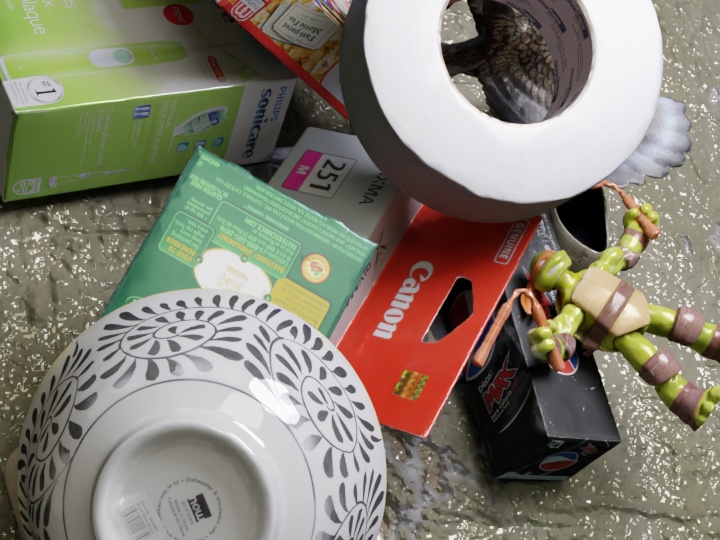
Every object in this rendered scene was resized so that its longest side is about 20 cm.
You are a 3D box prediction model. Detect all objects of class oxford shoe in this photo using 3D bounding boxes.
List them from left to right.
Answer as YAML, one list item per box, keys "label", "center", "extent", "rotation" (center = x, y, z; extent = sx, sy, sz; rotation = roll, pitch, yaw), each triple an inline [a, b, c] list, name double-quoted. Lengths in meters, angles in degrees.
- label: "oxford shoe"
  center: [0.153, -0.067, 1.034]
  extent: [0.070, 0.074, 0.201]
  rotation: [3, 54, -20]

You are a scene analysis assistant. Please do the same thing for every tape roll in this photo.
- label: "tape roll"
  center: [0.089, -0.135, 0.877]
  extent: [0.198, 0.066, 0.203]
  rotation: [2, 80, -15]

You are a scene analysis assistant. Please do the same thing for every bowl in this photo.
- label: "bowl"
  center: [-0.083, 0.111, 0.690]
  extent: [0.198, 0.094, 0.203]
  rotation: [0, 91, -1]

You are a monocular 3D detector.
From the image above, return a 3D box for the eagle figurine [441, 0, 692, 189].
- label: "eagle figurine"
  center: [0.138, -0.150, 1.002]
  extent: [0.200, 0.150, 0.152]
  rotation: [47, 64, -26]

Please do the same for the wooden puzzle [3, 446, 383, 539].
- label: "wooden puzzle"
  center: [-0.085, 0.159, 0.798]
  extent: [0.198, 0.037, 0.186]
  rotation: [-14, 65, -25]

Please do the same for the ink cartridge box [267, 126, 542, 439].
- label: "ink cartridge box"
  center: [0.000, 0.000, 0.878]
  extent: [0.172, 0.044, 0.201]
  rotation: [13, 51, 25]

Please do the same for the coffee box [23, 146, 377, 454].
- label: "coffee box"
  center: [-0.088, 0.045, 0.779]
  extent: [0.122, 0.044, 0.201]
  rotation: [27, 76, -3]

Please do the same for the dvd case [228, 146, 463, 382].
- label: "dvd case"
  center: [-0.027, -0.002, 0.953]
  extent: [0.147, 0.016, 0.201]
  rotation: [-7, 61, -27]

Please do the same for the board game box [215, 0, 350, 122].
- label: "board game box"
  center: [-0.057, -0.197, 0.933]
  extent: [0.152, 0.046, 0.200]
  rotation: [60, 13, 29]

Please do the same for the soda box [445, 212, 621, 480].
- label: "soda box"
  center: [0.107, 0.039, 0.945]
  extent: [0.070, 0.063, 0.202]
  rotation: [8, 54, -33]

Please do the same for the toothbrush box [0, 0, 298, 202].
- label: "toothbrush box"
  center: [-0.165, -0.140, 0.937]
  extent: [0.198, 0.086, 0.146]
  rotation: [-10, 55, -30]

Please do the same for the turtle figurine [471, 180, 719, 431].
- label: "turtle figurine"
  center: [0.164, 0.036, 0.896]
  extent: [0.161, 0.065, 0.200]
  rotation: [34, 49, 11]
